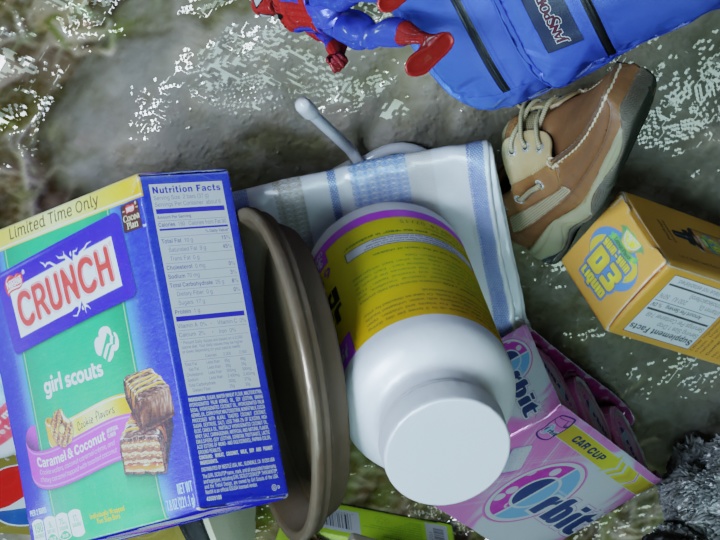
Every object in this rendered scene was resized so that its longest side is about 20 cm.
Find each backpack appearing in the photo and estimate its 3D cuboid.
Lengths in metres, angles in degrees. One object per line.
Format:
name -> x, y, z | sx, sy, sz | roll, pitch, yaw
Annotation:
backpack -> 0.107, -0.191, 1.537 | 0.199, 0.168, 0.163 | -23, 114, 13

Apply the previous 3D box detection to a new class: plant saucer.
plant saucer -> -0.043, 0.060, 1.553 | 0.029, 0.200, 0.201 | -9, 123, -15

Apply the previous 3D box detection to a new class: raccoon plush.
raccoon plush -> 0.271, 0.153, 1.750 | 0.097, 0.200, 0.134 | 43, 123, -12

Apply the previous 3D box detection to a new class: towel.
towel -> 0.000, 0.000, 1.644 | 0.199, 0.024, 0.147 | -11, 122, 0

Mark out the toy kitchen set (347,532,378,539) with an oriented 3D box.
toy kitchen set -> 0.038, 0.322, 1.759 | 0.180, 0.163, 0.201 | 18, 117, -16

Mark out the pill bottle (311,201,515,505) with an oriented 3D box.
pill bottle -> 0.031, 0.050, 1.543 | 0.104, 0.200, 0.105 | -5, 121, -9

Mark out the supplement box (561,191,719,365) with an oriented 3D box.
supplement box -> 0.219, 0.013, 1.679 | 0.200, 0.067, 0.069 | 19, 122, -46

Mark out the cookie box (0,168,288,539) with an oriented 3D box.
cookie box -> -0.141, 0.056, 1.583 | 0.075, 0.201, 0.171 | -4, 170, -44

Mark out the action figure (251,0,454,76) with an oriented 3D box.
action figure -> -0.016, -0.152, 1.539 | 0.052, 0.200, 0.066 | -36, 113, -14

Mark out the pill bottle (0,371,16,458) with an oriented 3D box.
pill bottle -> -0.277, 0.024, 1.663 | 0.200, 0.109, 0.109 | 39, 111, -24

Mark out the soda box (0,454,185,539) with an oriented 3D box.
soda box -> -0.193, 0.135, 1.764 | 0.199, 0.064, 0.068 | 4, 120, -8

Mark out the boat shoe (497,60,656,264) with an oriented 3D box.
boat shoe -> 0.121, -0.069, 1.626 | 0.074, 0.076, 0.200 | 28, 150, -1

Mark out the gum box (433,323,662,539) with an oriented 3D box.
gum box -> 0.111, 0.118, 1.734 | 0.113, 0.066, 0.200 | -31, 150, 14

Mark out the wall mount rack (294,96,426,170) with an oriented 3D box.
wall mount rack -> -0.045, -0.029, 1.673 | 0.199, 0.075, 0.174 | -29, 117, 11

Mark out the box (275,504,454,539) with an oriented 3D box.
box -> -0.018, 0.260, 1.866 | 0.121, 0.048, 0.201 | 12, 118, -12

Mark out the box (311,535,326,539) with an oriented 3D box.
box -> -0.029, 0.289, 1.841 | 0.163, 0.021, 0.200 | 30, 112, -22

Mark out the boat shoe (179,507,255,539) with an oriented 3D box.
boat shoe -> -0.121, 0.103, 1.700 | 0.063, 0.074, 0.202 | -14, 104, 24
